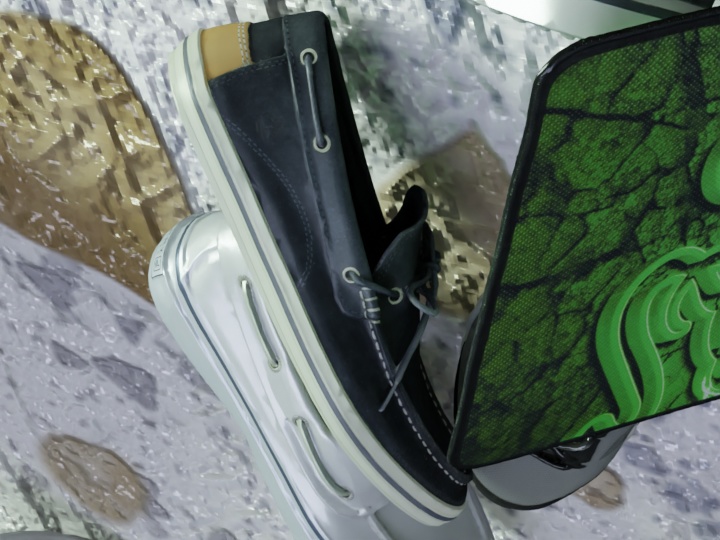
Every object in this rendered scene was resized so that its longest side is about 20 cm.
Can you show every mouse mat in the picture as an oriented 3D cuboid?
[{"bbox_3d":[0.109,-0.014,0.733,0.201,0.160,0.008,100,150,-53],"label":"mouse mat"}]

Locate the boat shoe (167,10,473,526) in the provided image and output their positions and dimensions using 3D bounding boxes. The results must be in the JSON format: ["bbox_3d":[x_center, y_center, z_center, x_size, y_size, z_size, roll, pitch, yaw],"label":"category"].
[{"bbox_3d":[0.000,0.000,0.870,0.062,0.075,0.201,-22,107,8],"label":"boat shoe"}]

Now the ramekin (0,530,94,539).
[{"bbox_3d":[-0.162,0.233,1.188,0.202,0.203,0.094,36,157,-1],"label":"ramekin"}]

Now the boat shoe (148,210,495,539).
[{"bbox_3d":[-0.003,0.060,0.954,0.200,0.074,0.067,49,144,-17],"label":"boat shoe"}]

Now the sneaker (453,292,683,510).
[{"bbox_3d":[0.069,0.032,0.859,0.074,0.080,0.201,30,146,4],"label":"sneaker"}]

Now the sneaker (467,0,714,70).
[{"bbox_3d":[0.028,-0.119,0.727,0.199,0.078,0.080,21,100,38],"label":"sneaker"}]
